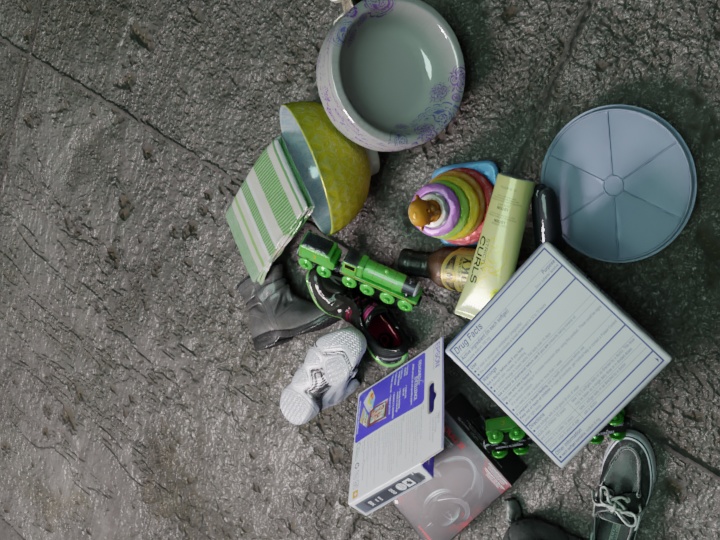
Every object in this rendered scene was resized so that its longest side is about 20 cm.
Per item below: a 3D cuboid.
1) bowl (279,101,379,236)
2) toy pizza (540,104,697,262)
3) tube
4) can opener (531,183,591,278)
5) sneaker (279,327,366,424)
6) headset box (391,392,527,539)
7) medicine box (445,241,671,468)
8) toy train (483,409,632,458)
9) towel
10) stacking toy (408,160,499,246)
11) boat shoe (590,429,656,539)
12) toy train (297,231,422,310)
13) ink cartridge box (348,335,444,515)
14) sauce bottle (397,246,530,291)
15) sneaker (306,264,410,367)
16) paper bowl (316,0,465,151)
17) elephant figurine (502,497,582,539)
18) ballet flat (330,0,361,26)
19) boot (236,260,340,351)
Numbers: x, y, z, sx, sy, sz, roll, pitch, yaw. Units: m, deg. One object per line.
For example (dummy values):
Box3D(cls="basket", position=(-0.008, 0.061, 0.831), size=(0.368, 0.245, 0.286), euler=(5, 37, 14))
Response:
Box3D(cls="bowl", position=(-0.035, -0.163, 1.162), size=(0.107, 0.200, 0.202), euler=(-21, 86, -12))
Box3D(cls="toy pizza", position=(0.329, -0.111, 1.013), size=(0.198, 0.032, 0.203), euler=(10, 109, 33))
Box3D(cls="tube", position=(0.182, -0.025, 1.041), size=(0.058, 0.051, 0.203), euler=(-134, 55, -67))
Box3D(cls="can opener", position=(0.256, -0.016, 1.048), size=(0.078, 0.063, 0.203), euler=(-18, 101, -10))
Box3D(cls="sneaker", position=(-0.039, 0.151, 1.220), size=(0.075, 0.115, 0.200), euler=(47, 120, 15))
Box3D(cls="headset box", position=(0.135, 0.294, 1.168), size=(0.149, 0.077, 0.200), euler=(48, 119, 15))
Box3D(cls="medicine box", position=(0.239, 0.097, 0.965), size=(0.200, 0.103, 0.182), euler=(45, 102, 12))
Box3D(cls="toy train", position=(0.264, 0.212, 1.070), size=(0.197, 0.057, 0.042), euler=(-12, 122, 13))
Box3D(cls="towel", position=(-0.147, -0.093, 1.243), size=(0.200, 0.023, 0.154), euler=(-50, 56, 41))
Box3D(cls="stacking toy", position=(0.110, -0.081, 1.050), size=(0.109, 0.199, 0.118), euler=(-5, 96, 30))
Box3D(cls="boat shoe", position=(0.343, 0.315, 1.055), size=(0.073, 0.068, 0.202), euler=(19, 107, 25))
Box3D(cls="toy train", position=(0.000, 0.000, 1.142), size=(0.198, 0.042, 0.057), euler=(22, 144, 7))
Box3D(cls="ink cartridge box", position=(0.064, 0.222, 1.134), size=(0.043, 0.200, 0.200), euler=(32, 129, -23))
Box3D(cls="sauce bottle", position=(0.148, 0.000, 1.121), size=(0.198, 0.064, 0.066), euler=(6, 101, 30))
Box3D(cls="sneaker", position=(0.004, 0.057, 1.186), size=(0.200, 0.077, 0.084), euler=(42, 154, 1))
Box3D(cls="paper bowl", position=(0.035, -0.265, 1.082), size=(0.104, 0.198, 0.204), euler=(-174, 76, -69))
Box3D(cls="elephant figurine", position=(0.232, 0.428, 1.061), size=(0.153, 0.199, 0.144), euler=(9, 103, 28))
Box3D(cls="ballet flat", position=(-0.014, -0.386, 1.152), size=(0.067, 0.068, 0.203), euler=(-7, 93, 33))
Box3D(cls="boot", position=(-0.117, 0.043, 1.282), size=(0.198, 0.070, 0.133), euler=(-21, 81, 25))
